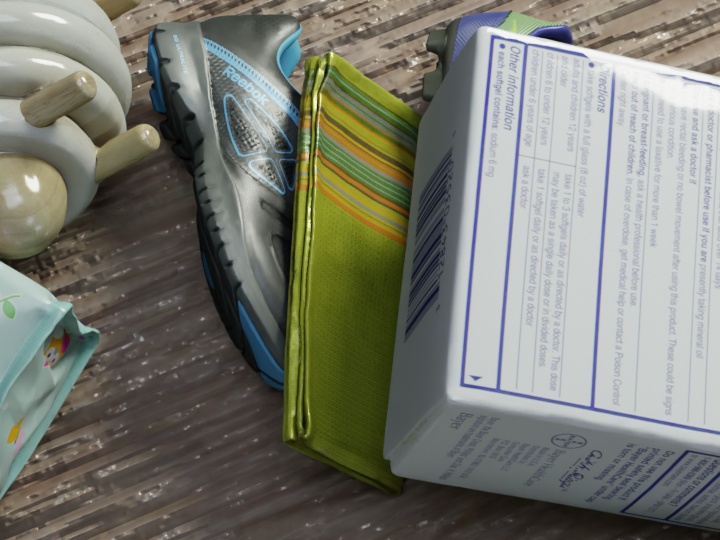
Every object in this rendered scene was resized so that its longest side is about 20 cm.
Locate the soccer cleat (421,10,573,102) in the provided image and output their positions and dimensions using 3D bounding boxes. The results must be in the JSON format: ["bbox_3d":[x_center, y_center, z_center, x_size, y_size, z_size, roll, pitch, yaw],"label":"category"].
[{"bbox_3d":[0.072,-0.038,1.255,0.083,0.065,0.201,-3,64,9],"label":"soccer cleat"}]

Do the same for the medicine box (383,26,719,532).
[{"bbox_3d":[0.125,0.010,1.167,0.199,0.103,0.183,11,65,-11],"label":"medicine box"}]

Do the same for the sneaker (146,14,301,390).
[{"bbox_3d":[-0.044,-0.041,1.253,0.081,0.073,0.201,-12,69,-11],"label":"sneaker"}]

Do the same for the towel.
[{"bbox_3d":[0.000,0.000,1.236,0.018,0.086,0.201,-17,59,37],"label":"towel"}]

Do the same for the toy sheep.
[{"bbox_3d":[-0.170,-0.089,1.245,0.137,0.138,0.201,-5,52,-3],"label":"toy sheep"}]

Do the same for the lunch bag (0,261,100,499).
[{"bbox_3d":[-0.242,0.067,1.180,0.170,0.122,0.201,31,83,8],"label":"lunch bag"}]
